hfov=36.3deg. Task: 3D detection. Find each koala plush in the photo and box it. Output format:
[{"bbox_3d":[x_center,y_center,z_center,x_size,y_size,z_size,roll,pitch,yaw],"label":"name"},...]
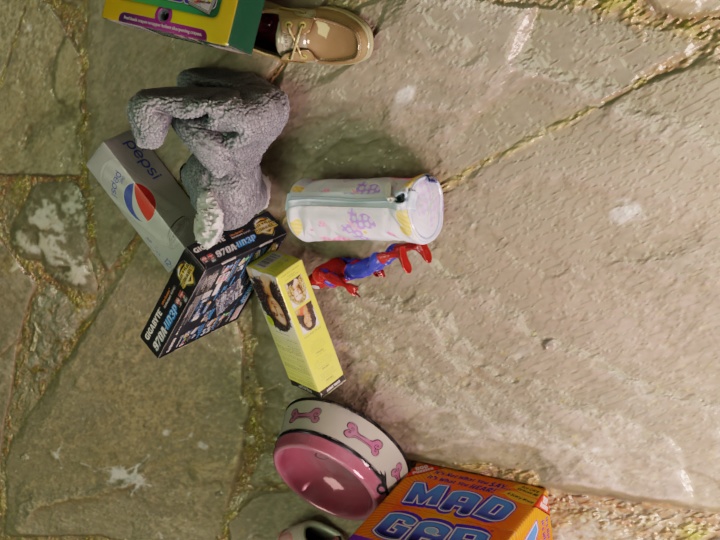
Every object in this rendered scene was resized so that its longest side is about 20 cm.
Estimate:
[{"bbox_3d":[-0.173,-0.138,1.393,0.183,0.177,0.201,8,116,21],"label":"koala plush"}]

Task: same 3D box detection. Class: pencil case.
[{"bbox_3d":[0.004,-0.074,1.344,0.199,0.091,0.083,2,93,38],"label":"pencil case"}]

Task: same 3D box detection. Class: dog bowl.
[{"bbox_3d":[-0.035,0.271,1.538,0.200,0.074,0.200,21,143,17],"label":"dog bowl"}]

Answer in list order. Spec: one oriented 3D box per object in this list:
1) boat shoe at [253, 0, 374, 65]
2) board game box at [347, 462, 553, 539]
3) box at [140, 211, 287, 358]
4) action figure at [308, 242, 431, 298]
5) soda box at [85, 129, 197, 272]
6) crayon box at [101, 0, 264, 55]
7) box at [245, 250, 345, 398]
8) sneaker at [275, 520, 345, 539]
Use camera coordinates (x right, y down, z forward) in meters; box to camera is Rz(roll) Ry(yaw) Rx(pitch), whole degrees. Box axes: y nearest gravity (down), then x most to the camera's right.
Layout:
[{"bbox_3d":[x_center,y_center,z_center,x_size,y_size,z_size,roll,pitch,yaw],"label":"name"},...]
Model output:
[{"bbox_3d":[-0.079,-0.277,1.310,0.199,0.066,0.074,14,122,30],"label":"boat shoe"},{"bbox_3d":[0.126,0.406,1.448,0.199,0.200,0.201,5,117,34],"label":"board game box"},{"bbox_3d":[-0.201,0.021,1.502,0.046,0.159,0.200,47,133,15],"label":"box"},{"bbox_3d":[0.000,0.000,1.403,0.200,0.065,0.052,-10,107,46],"label":"action figure"},{"bbox_3d":[-0.298,-0.101,1.569,0.200,0.068,0.063,53,132,1],"label":"soda box"},{"bbox_3d":[-0.200,-0.364,1.312,0.199,0.058,0.173,18,96,28],"label":"crayon box"},{"bbox_3d":[-0.087,0.074,1.494,0.075,0.050,0.200,16,134,49],"label":"box"},{"bbox_3d":[-0.045,0.471,1.694,0.200,0.075,0.105,52,138,6],"label":"sneaker"}]
